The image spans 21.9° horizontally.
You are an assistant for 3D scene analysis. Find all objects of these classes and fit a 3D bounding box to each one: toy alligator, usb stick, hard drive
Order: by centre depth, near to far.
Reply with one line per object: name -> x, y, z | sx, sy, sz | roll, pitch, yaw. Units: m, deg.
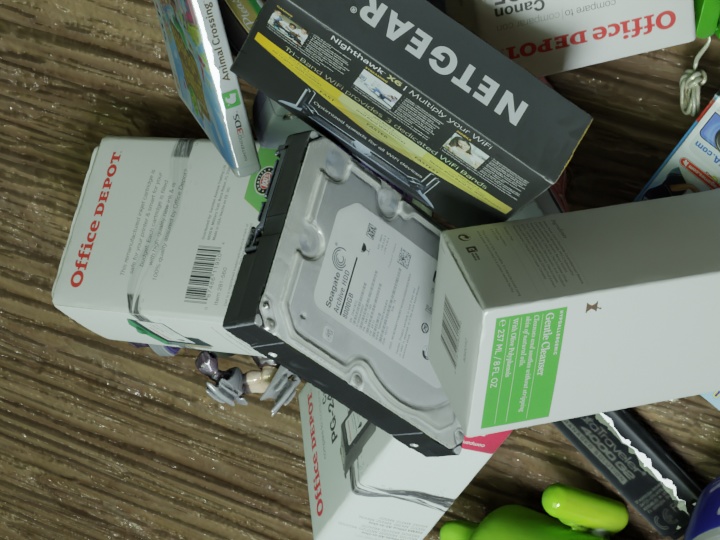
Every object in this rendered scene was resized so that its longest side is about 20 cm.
toy alligator -> 0.233, -0.186, 1.149 | 0.054, 0.060, 0.202 | -10, 129, -11
hard drive -> 0.008, 0.018, 1.207 | 0.038, 0.141, 0.199 | -10, 144, 45
usb stick -> 0.180, 0.117, 1.387 | 0.200, 0.033, 0.055 | 46, 125, 0

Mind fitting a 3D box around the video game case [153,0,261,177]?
video game case -> -0.123, -0.181, 1.311 | 0.200, 0.022, 0.184 | -128, 22, -62

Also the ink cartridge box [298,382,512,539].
ink cartridge box -> 0.031, 0.102, 1.388 | 0.083, 0.146, 0.201 | 13, 136, -23

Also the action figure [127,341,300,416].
action figure -> -0.100, 0.047, 1.468 | 0.198, 0.130, 0.070 | 9, 138, 37

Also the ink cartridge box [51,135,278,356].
ink cartridge box -> -0.119, -0.019, 1.409 | 0.198, 0.148, 0.084 | 5, 160, 32

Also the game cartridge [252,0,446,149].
game cartridge -> 0.015, -0.146, 1.263 | 0.200, 0.132, 0.041 | -42, 59, 42

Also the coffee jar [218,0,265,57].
coffee jar -> -0.024, -0.213, 1.269 | 0.105, 0.085, 0.200 | 52, 132, 4

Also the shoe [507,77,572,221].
shoe -> 0.122, -0.050, 1.268 | 0.071, 0.091, 0.202 | -21, 99, 41

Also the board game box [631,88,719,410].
board game box -> 0.271, 0.000, 1.236 | 0.200, 0.056, 0.196 | 39, 132, 5

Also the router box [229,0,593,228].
router box -> 0.025, -0.108, 1.130 | 0.199, 0.052, 0.157 | 34, 163, -5

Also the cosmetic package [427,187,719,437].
cosmetic package -> 0.149, 0.024, 1.158 | 0.085, 0.198, 0.108 | -115, 22, -48

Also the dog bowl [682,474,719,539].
dog bowl -> 0.319, 0.223, 1.297 | 0.198, 0.079, 0.201 | 17, 143, 13

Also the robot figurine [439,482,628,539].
robot figurine -> 0.149, 0.253, 1.429 | 0.199, 0.115, 0.177 | 19, 88, 32

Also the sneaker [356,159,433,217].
sneaker -> 0.000, 0.000, 1.299 | 0.081, 0.083, 0.202 | 158, 118, -65

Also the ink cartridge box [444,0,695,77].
ink cartridge box -> 0.120, -0.227, 1.126 | 0.145, 0.083, 0.202 | -14, 117, -7
